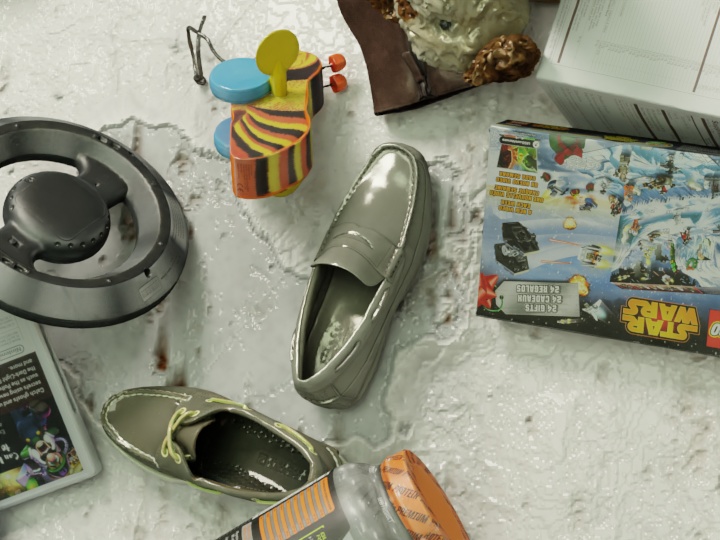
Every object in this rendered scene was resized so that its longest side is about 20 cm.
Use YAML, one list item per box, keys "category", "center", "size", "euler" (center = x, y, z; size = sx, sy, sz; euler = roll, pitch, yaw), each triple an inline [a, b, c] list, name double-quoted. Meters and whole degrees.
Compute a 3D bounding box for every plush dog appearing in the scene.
- category: "plush dog"
  center: [0.077, -0.219, 1.630]
  size: [0.200, 0.160, 0.172]
  euler: [41, 123, 38]

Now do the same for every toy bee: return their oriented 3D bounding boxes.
- category: "toy bee"
  center: [-0.058, -0.131, 1.734]
  size: [0.109, 0.131, 0.200]
  euler: [-10, 58, -8]

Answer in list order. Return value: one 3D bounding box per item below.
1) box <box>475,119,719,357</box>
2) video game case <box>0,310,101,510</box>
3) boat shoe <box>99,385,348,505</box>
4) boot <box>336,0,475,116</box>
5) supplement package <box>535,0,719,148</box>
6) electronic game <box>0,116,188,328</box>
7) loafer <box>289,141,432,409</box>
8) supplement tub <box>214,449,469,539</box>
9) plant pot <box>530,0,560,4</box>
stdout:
- category: "box"
  center: [0.181, -0.022, 1.619]
  size: [0.200, 0.040, 0.137]
  euler: [10, 104, 22]
- category: "video game case"
  center: [-0.314, 0.098, 1.764]
  size: [0.200, 0.023, 0.182]
  euler: [-21, 94, 13]
- category: "boat shoe"
  center: [-0.103, 0.123, 1.697]
  size: [0.201, 0.060, 0.072]
  euler: [17, 80, 24]
- category: "boot"
  center: [0.074, -0.215, 1.721]
  size: [0.200, 0.072, 0.167]
  euler: [-20, 82, 27]
- category: "supplement package"
  center: [0.240, -0.142, 1.624]
  size: [0.200, 0.110, 0.114]
  euler: [15, 80, 24]
- category: "electronic game"
  center: [-0.222, -0.038, 1.740]
  size: [0.200, 0.200, 0.042]
  euler: [52, 139, 25]
- category: "loafer"
  center: [0.000, 0.000, 1.691]
  size: [0.070, 0.070, 0.200]
  euler: [11, 78, 23]
- category: "supplement tub"
  center: [-0.029, 0.211, 1.609]
  size: [0.200, 0.123, 0.123]
  euler: [-31, 66, 10]
- category: "plant pot"
  center: [0.154, -0.293, 1.748]
  size: [0.200, 0.027, 0.200]
  euler: [-6, 72, 19]
